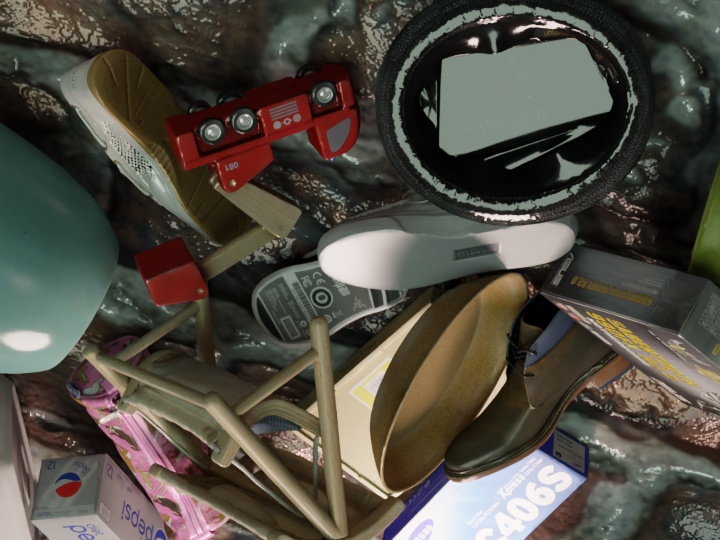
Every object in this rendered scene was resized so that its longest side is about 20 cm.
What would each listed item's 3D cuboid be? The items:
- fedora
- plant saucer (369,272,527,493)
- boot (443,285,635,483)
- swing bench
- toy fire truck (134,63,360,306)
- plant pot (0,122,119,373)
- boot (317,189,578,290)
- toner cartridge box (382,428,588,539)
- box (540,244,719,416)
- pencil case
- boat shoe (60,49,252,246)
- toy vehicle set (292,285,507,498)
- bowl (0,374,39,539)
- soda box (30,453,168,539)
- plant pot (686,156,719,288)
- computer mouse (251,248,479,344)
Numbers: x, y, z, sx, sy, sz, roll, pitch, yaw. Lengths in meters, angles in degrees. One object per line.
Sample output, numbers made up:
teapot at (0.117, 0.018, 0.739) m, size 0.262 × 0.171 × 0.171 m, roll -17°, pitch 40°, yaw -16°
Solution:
fedora at (0.113, -0.130, 1.113) m, size 0.200 × 0.092 × 0.201 m, roll 3°, pitch 112°, yaw 6°
plant saucer at (0.063, 0.082, 1.200) m, size 0.035 × 0.200 × 0.201 m, roll 31°, pitch 128°, yaw 22°
boot at (0.131, 0.082, 1.239) m, size 0.200 × 0.075 × 0.097 m, roll -39°, pitch 119°, yaw -7°
swing bench at (-0.096, 0.132, 1.250) m, size 0.199 × 0.130 × 0.200 m, roll 15°, pitch 132°, yaw 51°
toy fire truck at (-0.088, -0.067, 1.176) m, size 0.200 × 0.049 × 0.141 m, roll -20°, pitch 120°, yaw -11°
plant pot at (-0.294, -0.009, 1.221) m, size 0.161 × 0.201 × 0.201 m, roll 31°, pitch 124°, yaw -23°
boot at (0.061, -0.047, 1.168) m, size 0.199 × 0.096 × 0.074 m, roll -5°, pitch 141°, yaw -7°
toner cartridge box at (0.111, 0.211, 1.382) m, size 0.095 × 0.043 × 0.200 m, roll 32°, pitch 123°, yaw -10°
box at (0.257, 0.059, 1.164) m, size 0.200 × 0.158 × 0.048 m, roll 35°, pitch 82°, yaw -33°
pencil case at (-0.184, 0.155, 1.368) m, size 0.083 × 0.087 × 0.200 m, roll -2°, pitch 128°, yaw 37°
boat shoe at (-0.162, -0.096, 1.216) m, size 0.069 × 0.071 × 0.200 m, roll -2°, pitch 136°, yaw 43°
toy vehicle set at (0.044, 0.113, 1.337) m, size 0.124 × 0.027 × 0.200 m, roll 39°, pitch 122°, yaw -16°
bowl at (-0.337, 0.187, 1.364) m, size 0.074 × 0.200 × 0.200 m, roll -9°, pitch 122°, yaw -8°
soda box at (-0.230, 0.245, 1.413) m, size 0.068 × 0.064 × 0.200 m, roll -7°, pitch 144°, yaw 15°
plant pot at (0.346, -0.021, 1.109) m, size 0.193 × 0.200 × 0.201 m, roll 16°, pitch 126°, yaw 14°
computer mouse at (0.000, 0.000, 1.258) m, size 0.200 × 0.044 × 0.110 m, roll -21°, pitch 108°, yaw 22°
